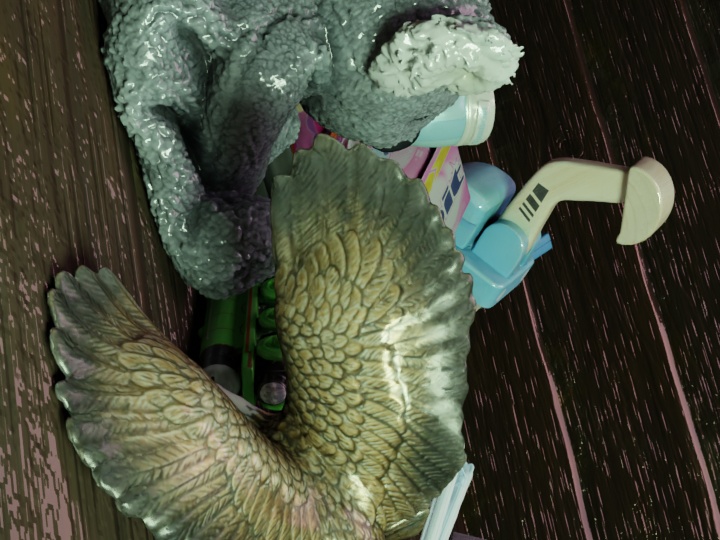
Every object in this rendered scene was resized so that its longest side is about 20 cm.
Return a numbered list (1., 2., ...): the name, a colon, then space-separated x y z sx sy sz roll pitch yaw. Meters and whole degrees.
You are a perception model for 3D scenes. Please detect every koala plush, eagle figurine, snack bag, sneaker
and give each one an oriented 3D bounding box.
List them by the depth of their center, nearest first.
1. eagle figurine: -0.031 0.069 0.490 0.152 0.150 0.201 -77 168 -45
2. koala plush: -0.020 -0.115 0.627 0.178 0.199 0.184 -95 170 -57
3. sneaker: 0.009 -0.148 0.763 0.200 0.082 0.074 -124 -144 -46
4. snack bag: 0.050 0.229 0.894 0.200 0.021 0.189 86 23 -66

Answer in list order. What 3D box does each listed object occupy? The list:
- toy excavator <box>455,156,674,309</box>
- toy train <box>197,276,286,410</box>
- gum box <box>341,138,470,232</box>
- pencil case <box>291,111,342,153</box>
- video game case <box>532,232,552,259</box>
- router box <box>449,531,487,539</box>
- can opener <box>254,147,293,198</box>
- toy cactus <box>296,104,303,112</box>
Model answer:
1. toy excavator: 0.108 -0.038 0.896 0.100 0.194 0.200 -32 156 -54
2. toy train: -0.060 0.014 0.661 0.200 0.056 0.042 -94 -176 -62
3. gum box: 0.000 0.000 0.800 0.201 0.066 0.114 -64 160 -15
4. pencil case: -0.048 -0.105 0.982 0.200 0.087 0.088 43 33 -82
5. video game case: 0.068 0.014 1.081 0.200 0.143 0.018 -30 106 -48
6. router box: 0.077 0.327 0.985 0.200 0.049 0.180 12 90 -84
7. can opener: -0.066 -0.032 0.847 0.067 0.053 0.201 27 -40 52
8. toy cactus: -0.074 -0.179 0.771 0.200 0.102 0.166 30 40 -71
